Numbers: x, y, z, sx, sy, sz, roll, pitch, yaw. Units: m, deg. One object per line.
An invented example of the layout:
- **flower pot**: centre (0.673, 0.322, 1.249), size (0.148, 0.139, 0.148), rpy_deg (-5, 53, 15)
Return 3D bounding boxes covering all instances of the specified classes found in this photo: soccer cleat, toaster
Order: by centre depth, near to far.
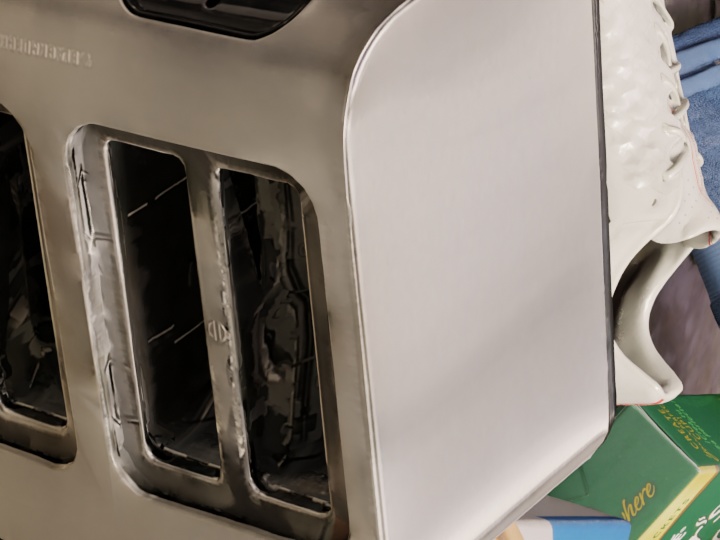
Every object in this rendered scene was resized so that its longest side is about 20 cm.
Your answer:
- **toaster**: centre (-0.037, -0.016, 0.676), size (0.119, 0.181, 0.200), rpy_deg (-38, 133, -44)
- **soccer cleat**: centre (0.098, -0.047, 0.988), size (0.069, 0.085, 0.200), rpy_deg (-3, 106, -60)

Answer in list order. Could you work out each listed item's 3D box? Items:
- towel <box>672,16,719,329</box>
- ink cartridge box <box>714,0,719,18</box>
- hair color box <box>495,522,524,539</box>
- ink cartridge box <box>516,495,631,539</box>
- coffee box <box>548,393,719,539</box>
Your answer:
- **towel**: centre (0.177, -0.007, 1.076), size (0.112, 0.049, 0.200), rpy_deg (-23, 87, -47)
- **ink cartridge box**: centre (0.235, -0.084, 1.211), size (0.200, 0.084, 0.144), rpy_deg (-28, 126, -51)
- **hair color box**: centre (-0.007, 0.132, 0.746), size (0.109, 0.065, 0.200), rpy_deg (64, 28, -5)
- **ink cartridge box**: centre (0.010, 0.172, 0.934), size (0.145, 0.084, 0.200), rpy_deg (9, 95, -61)
- **coffee box**: centre (0.126, 0.106, 1.098), size (0.123, 0.044, 0.200), rpy_deg (-50, 156, 18)
